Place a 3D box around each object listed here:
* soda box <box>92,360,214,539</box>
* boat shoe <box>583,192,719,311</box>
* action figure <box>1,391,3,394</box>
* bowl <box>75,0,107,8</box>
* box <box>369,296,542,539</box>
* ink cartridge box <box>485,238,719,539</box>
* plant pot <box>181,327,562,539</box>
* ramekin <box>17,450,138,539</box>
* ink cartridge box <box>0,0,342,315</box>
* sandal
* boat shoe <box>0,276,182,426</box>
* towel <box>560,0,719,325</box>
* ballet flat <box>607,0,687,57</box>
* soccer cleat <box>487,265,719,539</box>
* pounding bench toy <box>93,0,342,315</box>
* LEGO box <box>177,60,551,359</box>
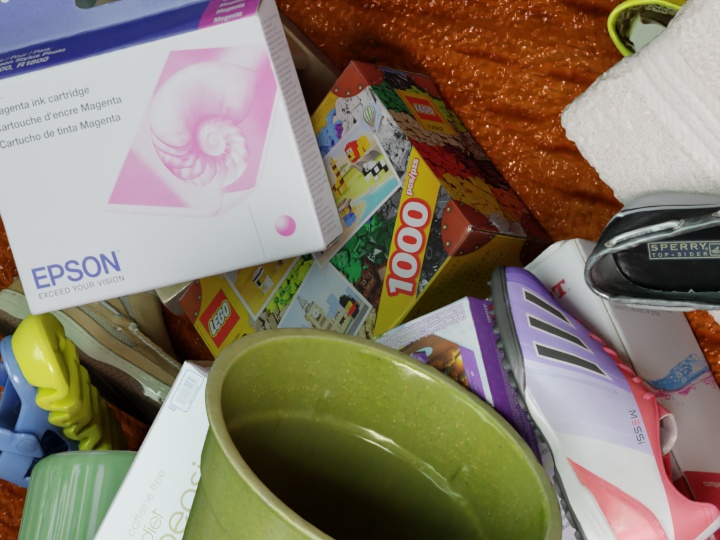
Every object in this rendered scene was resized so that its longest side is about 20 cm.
[{"bbox_3d":[-0.106,0.150,1.670,0.064,0.068,0.200,30,97,15],"label":"soda box"},{"bbox_3d":[0.210,-0.009,1.534,0.199,0.068,0.074,3,113,25],"label":"boat shoe"},{"bbox_3d":[-0.218,0.153,1.988,0.065,0.099,0.201,-17,71,41],"label":"action figure"},{"bbox_3d":[-0.157,-0.208,1.917,0.105,0.201,0.201,40,112,27],"label":"bowl"},{"bbox_3d":[0.007,0.113,1.678,0.200,0.039,0.137,-24,70,32],"label":"box"},{"bbox_3d":[0.130,0.104,1.664,0.146,0.083,0.200,-40,59,32],"label":"ink cartridge box"},{"bbox_3d":[-0.023,0.166,1.573,0.200,0.200,0.190,51,127,36],"label":"plant pot"},{"bbox_3d":[-0.115,0.172,1.819,0.200,0.200,0.098,-6,73,43],"label":"ramekin"},{"bbox_3d":[-0.130,-0.089,1.764,0.196,0.043,0.201,-13,102,20],"label":"ink cartridge box"},{"bbox_3d":[-0.200,0.111,1.919,0.087,0.200,0.080,-20,38,6],"label":"sandal"},{"bbox_3d":[-0.155,0.042,1.961,0.200,0.072,0.076,29,70,30],"label":"boat shoe"},{"bbox_3d":[0.208,-0.042,1.582,0.132,0.034,0.200,-40,90,32],"label":"towel"},{"bbox_3d":[0.208,-0.096,1.628,0.200,0.067,0.067,39,113,39],"label":"ballet flat"},{"bbox_3d":[0.125,0.073,1.583,0.073,0.068,0.200,-26,55,6],"label":"soccer cleat"},{"bbox_3d":[-0.123,-0.065,1.880,0.124,0.156,0.200,47,116,37],"label":"pounding bench toy"},{"bbox_3d":[0.000,0.000,1.808,0.200,0.077,0.149,-53,53,25],"label":"LEGO box"}]
